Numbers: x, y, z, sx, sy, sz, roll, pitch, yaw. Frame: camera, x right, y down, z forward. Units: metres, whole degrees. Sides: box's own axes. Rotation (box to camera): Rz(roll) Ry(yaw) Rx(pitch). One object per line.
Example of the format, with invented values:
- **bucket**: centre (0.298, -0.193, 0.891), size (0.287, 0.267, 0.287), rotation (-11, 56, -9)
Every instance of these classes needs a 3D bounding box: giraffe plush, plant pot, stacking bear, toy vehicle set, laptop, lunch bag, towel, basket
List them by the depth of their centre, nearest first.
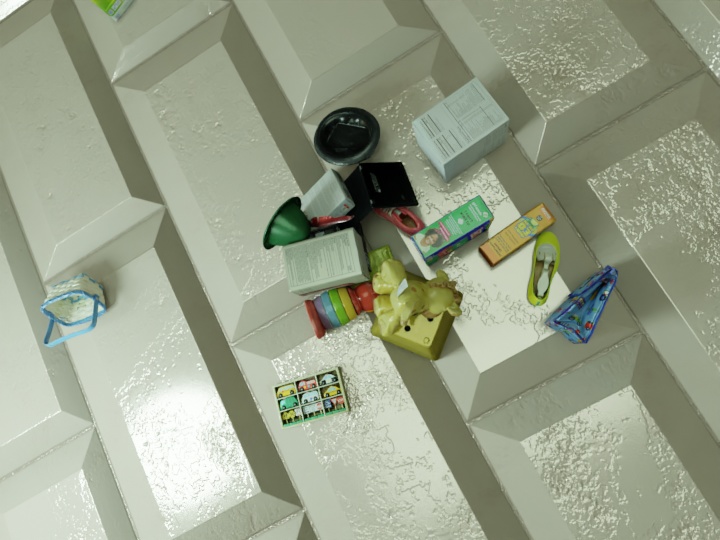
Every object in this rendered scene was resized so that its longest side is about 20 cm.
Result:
- **giraffe plush**: centre (0.135, 0.057, 1.139), size (0.162, 0.200, 0.173), rotation (0, 79, -21)
- **lunch bag**: centre (0.554, 0.074, 1.223), size (0.094, 0.151, 0.200), rotation (37, 91, 15)
- **plant pot**: centre (0.141, 0.110, 1.288), size (0.200, 0.176, 0.200), rotation (22, 87, 9)
- **stacking bear**: centre (-0.041, 0.096, 1.378), size (0.200, 0.121, 0.114), rotation (-22, 86, -1)
- **toy vehicle set**: centre (-0.137, 0.354, 1.398), size (0.200, 0.027, 0.124), rotation (-18, 79, 9)
- **laptop**: centre (0.035, -0.199, 1.402), size (0.200, 0.116, 0.187), rotation (-5, 50, -11)
- **towel**: centre (0.000, 0.000, 1.424), size (0.200, 0.018, 0.086), rotation (-22, 79, 8)
- **basket**: centre (-0.864, 0.120, 1.523), size (0.176, 0.139, 0.200), rotation (-19, 48, 9)

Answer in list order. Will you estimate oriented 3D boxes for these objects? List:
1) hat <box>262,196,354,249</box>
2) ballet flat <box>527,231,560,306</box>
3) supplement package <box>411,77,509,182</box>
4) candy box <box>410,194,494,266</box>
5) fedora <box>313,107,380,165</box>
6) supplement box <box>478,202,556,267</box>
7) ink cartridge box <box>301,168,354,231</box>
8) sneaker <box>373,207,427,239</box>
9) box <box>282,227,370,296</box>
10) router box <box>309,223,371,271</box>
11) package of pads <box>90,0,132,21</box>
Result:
- **hat**: centre (-0.142, -0.087, 1.339), size (0.176, 0.200, 0.166), rotation (34, 70, 8)
- **ballet flat**: centre (0.475, -0.007, 1.295), size (0.067, 0.067, 0.200), rotation (11, 84, 14)
- **supplement package**: centre (0.268, -0.371, 1.349), size (0.200, 0.152, 0.151), rotation (-34, 76, 6)
- **candy box**: centre (0.238, -0.099, 1.308), size (0.200, 0.169, 0.077), rotation (-33, 80, 6)
- **fedora**: centre (-0.030, -0.368, 1.441), size (0.200, 0.092, 0.201), rotation (-6, 72, 18)
- **supplement box**: centre (0.410, -0.093, 1.323), size (0.200, 0.069, 0.067), rotation (-36, 78, 3)
- **ink cartridge box**: centre (-0.116, -0.171, 1.430), size (0.200, 0.050, 0.162), rotation (-44, 42, 20)
- **sneaker**: centre (0.102, -0.162, 1.388), size (0.200, 0.087, 0.074), rotation (37, 91, 17)
- **box**: centre (-0.089, -0.019, 1.326), size (0.200, 0.109, 0.128), rotation (-13, 77, 10)
- **router box**: centre (-0.083, -0.049, 1.422), size (0.200, 0.052, 0.157), rotation (-15, 71, 10)
- **package of pads**: centre (-0.867, -0.977, 1.731), size (0.200, 0.068, 0.155), rotation (41, 93, 14)
